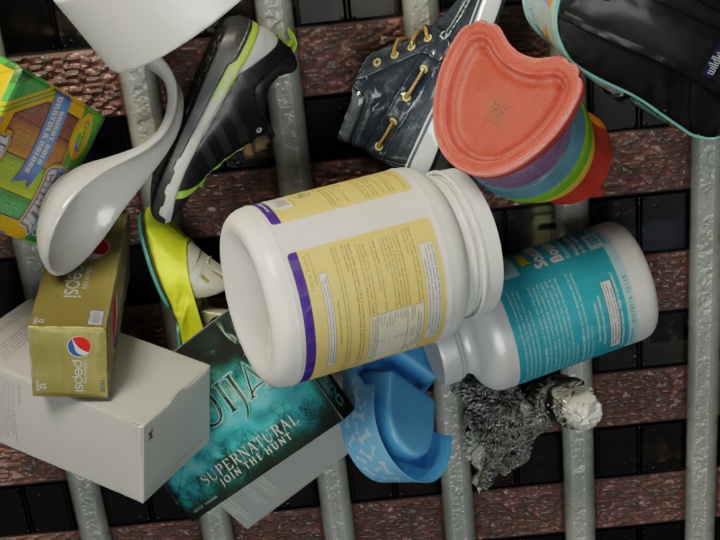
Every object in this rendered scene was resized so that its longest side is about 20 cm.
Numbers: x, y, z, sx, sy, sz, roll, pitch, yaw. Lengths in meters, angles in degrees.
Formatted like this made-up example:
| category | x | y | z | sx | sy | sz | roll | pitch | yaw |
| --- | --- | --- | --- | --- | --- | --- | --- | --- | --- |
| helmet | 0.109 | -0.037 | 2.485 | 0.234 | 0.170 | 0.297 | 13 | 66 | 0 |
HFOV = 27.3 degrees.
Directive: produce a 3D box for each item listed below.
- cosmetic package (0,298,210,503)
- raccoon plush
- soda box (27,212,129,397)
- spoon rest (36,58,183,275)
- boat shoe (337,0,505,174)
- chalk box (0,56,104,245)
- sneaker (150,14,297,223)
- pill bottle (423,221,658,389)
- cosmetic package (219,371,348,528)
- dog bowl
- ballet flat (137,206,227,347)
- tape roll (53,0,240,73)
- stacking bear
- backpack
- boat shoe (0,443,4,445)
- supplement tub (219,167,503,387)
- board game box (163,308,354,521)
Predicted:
| category | x | y | z | sx | sy | sz | roll | pitch | yaw |
| --- | --- | --- | --- | --- | --- | --- | --- | --- | --- |
| cosmetic package | -0.237 | 0.107 | 1.267 | 0.198 | 0.107 | 0.086 | 20 | 123 | 23 |
| raccoon plush | 0.148 | 0.156 | 1.359 | 0.096 | 0.200 | 0.136 | -16 | 111 | -14 |
| soda box | -0.236 | 0.024 | 1.257 | 0.063 | 0.201 | 0.068 | 2 | 119 | -3 |
| spoon rest | -0.201 | -0.085 | 1.209 | 0.060 | 0.099 | 0.202 | 25 | 81 | 13 |
| boat shoe | 0.053 | -0.179 | 1.233 | 0.090 | 0.071 | 0.202 | 25 | 105 | 4 |
| chalk box | -0.300 | -0.105 | 1.191 | 0.123 | 0.200 | 0.126 | 26 | 90 | 17 |
| sneaker | -0.113 | -0.118 | 1.255 | 0.082 | 0.072 | 0.201 | 22 | 112 | -19 |
| pill bottle | 0.153 | 0.037 | 1.307 | 0.198 | 0.111 | 0.112 | -19 | 119 | -10 |
| cosmetic package | -0.069 | 0.138 | 1.393 | 0.199 | 0.090 | 0.107 | -38 | 114 | 14 |
| dog bowl | 0.032 | 0.098 | 1.320 | 0.049 | 0.202 | 0.111 | -21 | 139 | 35 |
| ballet flat | -0.144 | 0.032 | 1.334 | 0.066 | 0.067 | 0.202 | -10 | 110 | 7 |
| tape roll | -0.134 | -0.242 | 1.118 | 0.201 | 0.203 | 0.071 | -33 | 115 | 15 |
| stacking bear | 0.147 | -0.108 | 1.216 | 0.115 | 0.121 | 0.199 | -61 | 150 | 5 |
| backpack | 0.229 | -0.224 | 1.163 | 0.198 | 0.154 | 0.177 | 17 | 115 | -29 |
| boat shoe | -0.254 | 0.124 | 1.391 | 0.197 | 0.075 | 0.069 | -5 | 148 | -9 |
| supplement tub | 0.000 | 0.000 | 1.190 | 0.198 | 0.145 | 0.147 | -15 | 121 | -19 |
| board game box | -0.117 | 0.118 | 1.296 | 0.199 | 0.028 | 0.136 | -37 | 90 | 29 |
